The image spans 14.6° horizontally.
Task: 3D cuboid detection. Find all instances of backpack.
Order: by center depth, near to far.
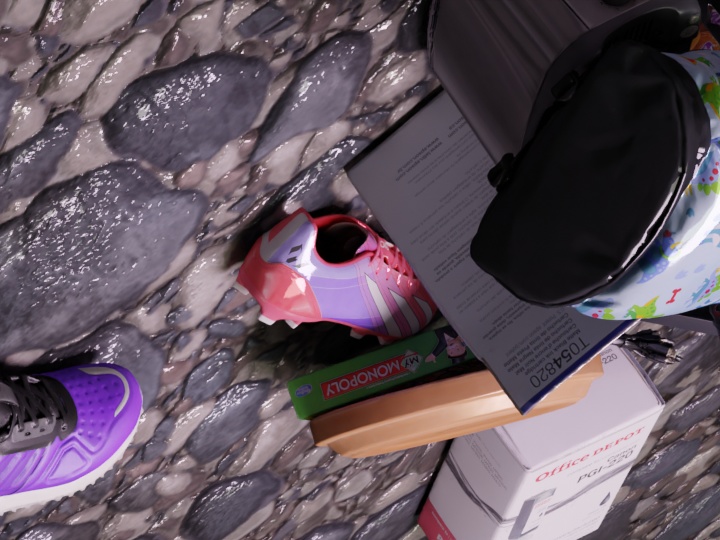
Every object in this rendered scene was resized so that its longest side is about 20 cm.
[{"bbox_3d":[0.180,-0.049,1.564,0.163,0.154,0.200,-54,167,24],"label":"backpack"}]

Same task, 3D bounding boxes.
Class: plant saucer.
[{"bbox_3d":[0.065,0.092,1.867,0.199,0.033,0.200,-13,174,-1],"label":"plant saucer"}]

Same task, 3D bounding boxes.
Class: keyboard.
[{"bbox_3d":[0.151,0.017,1.859,0.199,0.127,0.021,11,123,-3],"label":"keyboard"}]

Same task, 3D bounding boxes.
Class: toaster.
[{"bbox_3d":[0.112,-0.130,1.629,0.113,0.129,0.200,-26,154,-20],"label":"toaster"}]

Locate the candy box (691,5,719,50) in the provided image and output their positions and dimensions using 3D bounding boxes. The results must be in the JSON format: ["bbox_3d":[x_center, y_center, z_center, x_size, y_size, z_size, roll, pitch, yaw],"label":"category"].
[{"bbox_3d":[0.250,-0.162,1.775,0.200,0.117,0.056,-36,156,2],"label":"candy box"}]

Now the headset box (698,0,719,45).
[{"bbox_3d":[0.285,-0.211,1.691,0.200,0.149,0.077,-39,158,10],"label":"headset box"}]

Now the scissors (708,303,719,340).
[{"bbox_3d":[0.207,0.018,1.648,0.073,0.201,0.014,-18,136,32],"label":"scissors"}]

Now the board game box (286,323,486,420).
[{"bbox_3d":[0.038,0.071,1.936,0.134,0.029,0.200,-21,171,11],"label":"board game box"}]

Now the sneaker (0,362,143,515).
[{"bbox_3d":[-0.213,0.095,1.684,0.199,0.070,0.100,-24,152,-28],"label":"sneaker"}]

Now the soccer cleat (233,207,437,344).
[{"bbox_3d":[0.000,0.000,1.809,0.200,0.067,0.077,6,131,-53],"label":"soccer cleat"}]

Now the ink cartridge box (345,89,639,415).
[{"bbox_3d":[0.122,-0.044,1.716,0.199,0.200,0.041,-39,157,10],"label":"ink cartridge box"}]

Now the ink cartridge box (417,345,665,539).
[{"bbox_3d":[0.144,0.155,2.271,0.145,0.085,0.200,-23,152,-28],"label":"ink cartridge box"}]
